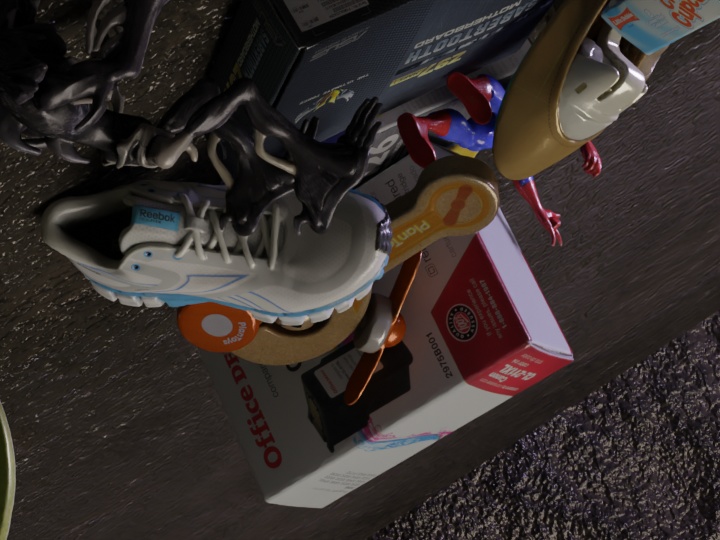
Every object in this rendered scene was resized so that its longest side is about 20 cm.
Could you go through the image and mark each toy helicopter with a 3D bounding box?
[{"bbox_3d":[0.000,0.000,1.140,0.199,0.079,0.132,-30,124,27],"label":"toy helicopter"}]

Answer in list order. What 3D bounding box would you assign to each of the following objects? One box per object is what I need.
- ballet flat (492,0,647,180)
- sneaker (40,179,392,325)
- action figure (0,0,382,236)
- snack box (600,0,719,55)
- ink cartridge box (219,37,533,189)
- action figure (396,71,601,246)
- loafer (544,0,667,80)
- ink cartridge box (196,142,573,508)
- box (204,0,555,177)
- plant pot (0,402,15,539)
[{"bbox_3d":[0.137,-0.129,1.074,0.068,0.063,0.201,17,106,-46],"label":"ballet flat"},{"bbox_3d":[-0.082,-0.015,1.062,0.199,0.075,0.087,-3,165,25],"label":"sneaker"},{"bbox_3d":[-0.097,-0.086,0.853,0.199,0.103,0.119,23,168,-27],"label":"action figure"},{"bbox_3d":[0.205,-0.202,0.985,0.200,0.037,0.116,-54,-171,-16],"label":"snack box"},{"bbox_3d":[-0.004,-0.063,1.264,0.199,0.047,0.198,-27,166,-31],"label":"ink cartridge box"},{"bbox_3d":[0.099,-0.067,1.191,0.065,0.099,0.200,-36,173,22],"label":"action figure"},{"bbox_3d":[0.144,-0.162,1.191,0.067,0.076,0.200,-44,163,-3],"label":"loafer"},{"bbox_3d":[0.007,0.038,1.243,0.199,0.146,0.083,-32,161,18],"label":"ink cartridge box"},{"bbox_3d":[0.020,-0.133,1.046,0.199,0.051,0.158,-26,168,-24],"label":"box"},{"bbox_3d":[-0.280,0.080,0.882,0.200,0.201,0.184,-33,155,1],"label":"plant pot"}]
